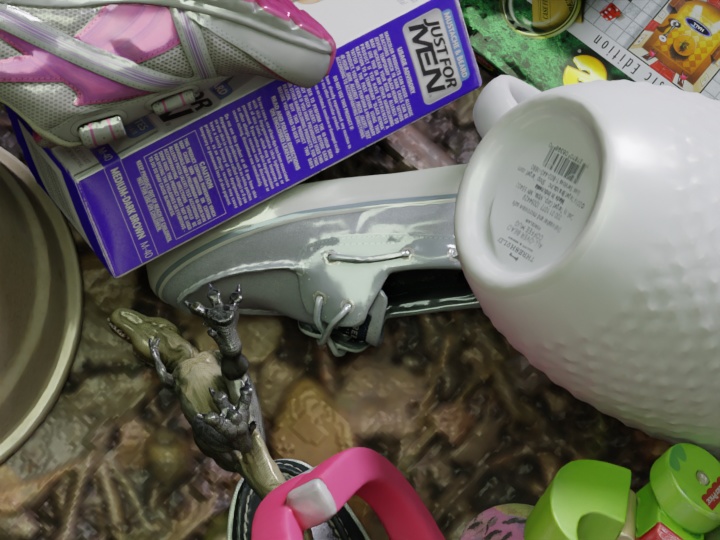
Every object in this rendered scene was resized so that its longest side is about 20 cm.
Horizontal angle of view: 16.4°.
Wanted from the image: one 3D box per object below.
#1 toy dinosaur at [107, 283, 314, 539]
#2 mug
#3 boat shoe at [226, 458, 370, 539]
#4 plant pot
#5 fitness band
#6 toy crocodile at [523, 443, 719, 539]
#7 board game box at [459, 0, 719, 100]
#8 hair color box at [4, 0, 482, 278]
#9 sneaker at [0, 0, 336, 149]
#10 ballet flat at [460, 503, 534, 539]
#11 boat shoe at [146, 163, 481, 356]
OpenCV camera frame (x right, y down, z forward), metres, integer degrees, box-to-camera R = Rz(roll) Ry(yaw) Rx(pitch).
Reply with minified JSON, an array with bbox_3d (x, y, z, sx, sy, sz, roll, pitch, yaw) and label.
[{"bbox_3d":[-0.060,0.065,1.130,0.047,0.088,0.200,-21,50,-16],"label":"toy dinosaur"},{"bbox_3d":[0.120,-0.020,1.104,0.148,0.175,0.200,-53,42,15],"label":"mug"},{"bbox_3d":[-0.014,0.175,1.132,0.075,0.060,0.201,-21,73,-3],"label":"boat shoe"},{"bbox_3d":[-0.239,-0.006,1.137,0.199,0.184,0.201,-1,73,3],"label":"plant pot"},{"bbox_3d":[0.012,0.148,1.061,0.037,0.200,0.144,-29,89,13],"label":"fitness band"},{"bbox_3d":[0.162,0.136,1.099,0.200,0.068,0.062,30,38,-20],"label":"toy crocodile"},{"bbox_3d":[0.148,-0.097,1.227,0.200,0.023,0.105,38,81,13],"label":"board game box"},{"bbox_3d":[-0.057,-0.087,1.177,0.199,0.065,0.109,-27,36,-14],"label":"hair color box"},{"bbox_3d":[-0.111,-0.096,1.093,0.199,0.081,0.089,7,105,-7],"label":"sneaker"},{"bbox_3d":[0.119,0.178,1.117,0.069,0.071,0.200,-44,75,2],"label":"ballet flat"},{"bbox_3d":[0.000,0.000,1.179,0.200,0.070,0.072,-11,65,-3],"label":"boat shoe"}]
